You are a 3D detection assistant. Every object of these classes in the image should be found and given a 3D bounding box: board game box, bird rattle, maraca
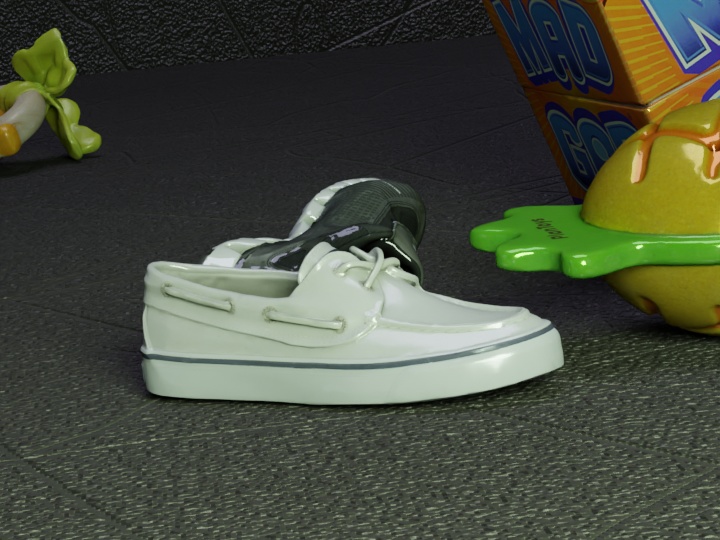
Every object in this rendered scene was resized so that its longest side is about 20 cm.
[{"bbox_3d":[0.205,-0.140,1.349,0.199,0.200,0.200,-28,14,-10],"label":"board game box"},{"bbox_3d":[-0.338,-0.134,2.127,0.199,0.113,0.163,-6,25,16],"label":"bird rattle"},{"bbox_3d":[0.151,-0.022,1.104,0.199,0.108,0.137,-7,10,-11],"label":"maraca"}]

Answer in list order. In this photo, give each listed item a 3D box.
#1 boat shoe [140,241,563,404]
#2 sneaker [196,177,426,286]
[{"bbox_3d":[-0.008,0.020,1.067,0.199,0.066,0.072,0,10,30],"label":"boat shoe"},{"bbox_3d":[0.000,0.000,1.206,0.090,0.067,0.200,3,16,28],"label":"sneaker"}]
